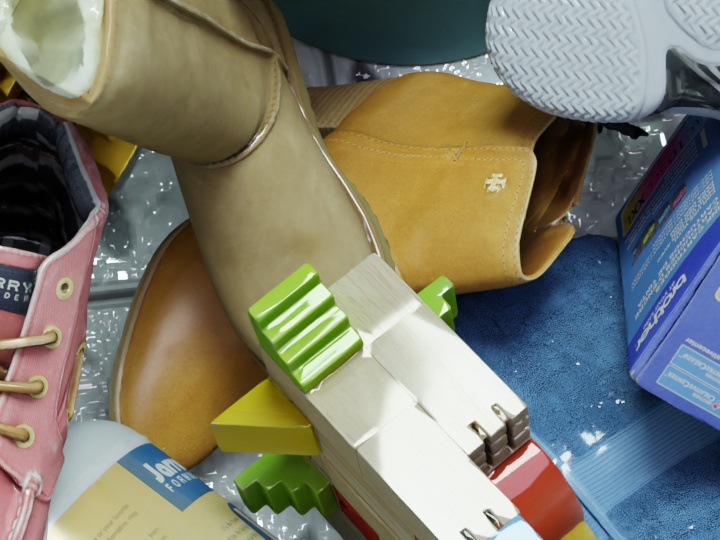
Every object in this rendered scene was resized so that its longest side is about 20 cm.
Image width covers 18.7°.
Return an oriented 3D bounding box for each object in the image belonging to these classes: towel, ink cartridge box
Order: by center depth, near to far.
[{"bbox_3d":[0.172,0.020,0.811,0.136,0.200,0.076,29,112,-6],"label":"ink cartridge box"},{"bbox_3d":[0.107,0.068,0.834,0.112,0.049,0.200,-27,51,-17],"label":"towel"}]

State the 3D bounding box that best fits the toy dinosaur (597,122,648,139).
[{"bbox_3d":[0.111,-0.087,0.925,0.200,0.047,0.088,-29,39,-15],"label":"toy dinosaur"}]

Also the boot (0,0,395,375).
[{"bbox_3d":[-0.060,-0.045,0.727,0.066,0.200,0.175,-26,77,10],"label":"boot"}]

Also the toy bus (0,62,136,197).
[{"bbox_3d":[-0.182,-0.103,0.830,0.192,0.200,0.136,29,69,14],"label":"toy bus"}]

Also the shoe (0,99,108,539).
[{"bbox_3d":[-0.124,0.035,0.689,0.071,0.091,0.200,9,42,-3],"label":"shoe"}]

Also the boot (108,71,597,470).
[{"bbox_3d":[0.001,0.000,0.839,0.144,0.071,0.201,5,55,40],"label":"boot"}]

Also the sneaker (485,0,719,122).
[{"bbox_3d":[0.153,-0.087,0.813,0.200,0.115,0.075,12,111,12],"label":"sneaker"}]

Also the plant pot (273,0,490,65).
[{"bbox_3d":[0.023,-0.210,0.907,0.200,0.161,0.201,2,69,-5],"label":"plant pot"}]

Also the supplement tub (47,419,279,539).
[{"bbox_3d":[-0.083,0.144,0.770,0.200,0.145,0.145,36,70,7],"label":"supplement tub"}]

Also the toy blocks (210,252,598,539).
[{"bbox_3d":[0.036,0.087,0.747,0.100,0.200,0.137,-38,66,-12],"label":"toy blocks"}]
